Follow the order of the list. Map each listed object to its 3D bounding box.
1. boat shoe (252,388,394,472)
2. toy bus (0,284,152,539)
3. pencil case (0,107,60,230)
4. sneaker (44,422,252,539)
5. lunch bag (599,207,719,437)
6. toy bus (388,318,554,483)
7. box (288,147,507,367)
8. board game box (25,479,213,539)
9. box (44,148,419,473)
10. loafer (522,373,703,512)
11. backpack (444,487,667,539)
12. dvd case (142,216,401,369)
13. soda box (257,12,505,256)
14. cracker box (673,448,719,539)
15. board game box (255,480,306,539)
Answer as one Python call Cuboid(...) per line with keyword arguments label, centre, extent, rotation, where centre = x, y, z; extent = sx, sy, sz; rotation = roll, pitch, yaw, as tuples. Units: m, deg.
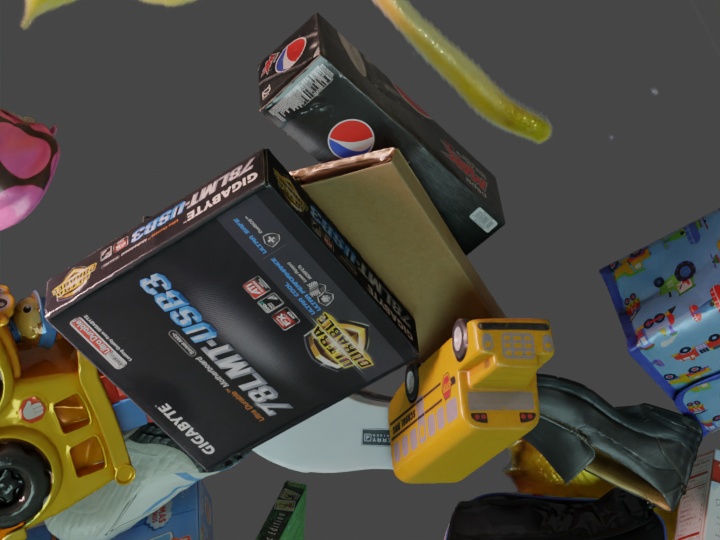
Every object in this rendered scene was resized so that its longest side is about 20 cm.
Cuboid(label="boat shoe", centre=(-0.011, 0.123, 1.699), extent=(0.199, 0.068, 0.072), rotation=(5, 89, -18))
Cuboid(label="toy bus", centre=(-0.238, 0.081, 1.620), extent=(0.191, 0.136, 0.201), rotation=(-22, 117, -9))
Cuboid(label="pencil case", centre=(-0.307, -0.115, 1.505), extent=(0.200, 0.094, 0.091), rotation=(38, 157, -26))
Cuboid(label="sneaker", centre=(-0.163, 0.153, 1.715), extent=(0.199, 0.072, 0.072), rotation=(-29, 87, 0))
Cuboid(label="lunch bag", centre=(0.302, 0.049, 1.685), extent=(0.150, 0.094, 0.200), rotation=(-27, 136, 14))
Cuboid(label="toy bus", centre=(0.080, 0.096, 1.588), extent=(0.065, 0.079, 0.200), rotation=(2, 160, -18))
Cuboid(label="box", centre=(0.000, 0.000, 1.582), extent=(0.163, 0.021, 0.200), rotation=(-13, 131, 27))
Cuboid(label="board game box", centre=(-0.214, 0.251, 1.714), extent=(0.199, 0.152, 0.037), rotation=(-19, 124, 7))
Cuboid(label="box", centre=(-0.091, 0.035, 1.554), extent=(0.198, 0.050, 0.200), rotation=(-30, 125, 16))
Cuboid(label="loafer", centre=(0.172, 0.133, 1.702), extent=(0.199, 0.073, 0.073), rotation=(14, 160, -1))
Cuboid(label="backpack", centre=(0.148, 0.270, 1.755), extent=(0.189, 0.201, 0.154), rotation=(15, 136, -10))
Cuboid(label="dvd case", centre=(-0.065, 0.019, 1.654), extent=(0.199, 0.022, 0.147), rotation=(-1, 124, -4))
Cuboid(label="soda box", centre=(0.016, -0.091, 1.558), extent=(0.063, 0.071, 0.200), rotation=(-39, 119, 20))
Cuboid(label="cracker box", centre=(0.321, 0.261, 1.754), extent=(0.133, 0.201, 0.058), rotation=(18, 159, -16))
Cuboid(label="board game box", centre=(-0.084, 0.269, 1.714), extent=(0.023, 0.200, 0.105), rotation=(11, 124, 13))
